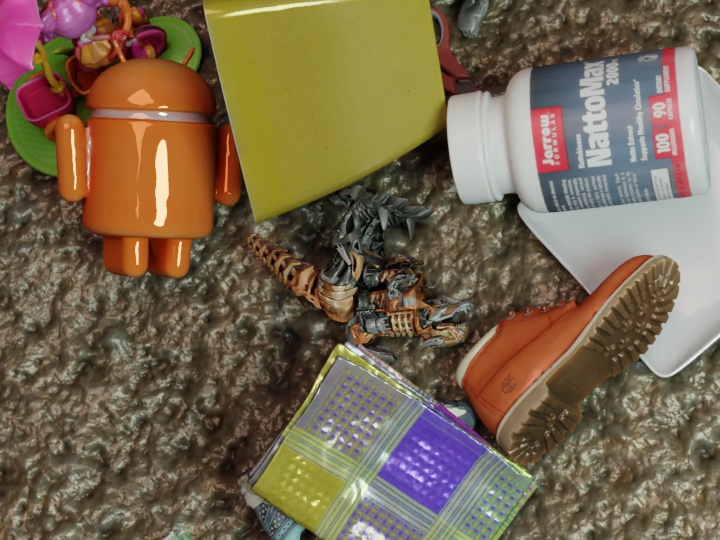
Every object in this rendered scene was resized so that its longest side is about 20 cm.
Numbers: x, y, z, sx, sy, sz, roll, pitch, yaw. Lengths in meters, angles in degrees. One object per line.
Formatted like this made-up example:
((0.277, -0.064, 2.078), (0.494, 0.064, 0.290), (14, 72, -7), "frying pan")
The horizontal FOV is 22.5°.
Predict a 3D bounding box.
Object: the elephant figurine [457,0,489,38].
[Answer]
((0.112, -0.323, 1.527), (0.155, 0.200, 0.142), (40, 67, -9), "elephant figurine")

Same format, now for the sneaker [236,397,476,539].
((0.006, 0.165, 1.468), (0.199, 0.078, 0.087), (-22, 90, 2), "sneaker")

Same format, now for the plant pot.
((-0.029, -0.189, 1.500), (0.176, 0.201, 0.200), (-12, 34, 0), "plant pot")

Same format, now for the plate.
((0.264, -0.039, 1.488), (0.199, 0.032, 0.200), (-38, 66, -2), "plate")

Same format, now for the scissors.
((0.088, -0.154, 1.585), (0.073, 0.014, 0.200), (-38, 68, -4), "scissors")

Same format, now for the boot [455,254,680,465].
((0.161, 0.048, 1.440), (0.200, 0.075, 0.107), (-45, 46, 3), "boot")

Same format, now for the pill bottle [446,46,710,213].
((0.175, -0.108, 1.454), (0.199, 0.120, 0.120), (-7, 69, 13), "pill bottle")

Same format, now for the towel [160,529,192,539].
((-0.146, 0.331, 1.463), (0.149, 0.031, 0.200), (-39, 69, 1), "towel")

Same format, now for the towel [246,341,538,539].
((0.024, 0.165, 1.422), (0.200, 0.023, 0.144), (37, 93, -8), "towel")

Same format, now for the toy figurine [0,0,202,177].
((-0.254, -0.196, 1.591), (0.199, 0.184, 0.151), (-29, 67, 2), "toy figurine")

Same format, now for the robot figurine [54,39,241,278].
((-0.180, -0.095, 1.558), (0.143, 0.117, 0.201), (3, 93, 10), "robot figurine")

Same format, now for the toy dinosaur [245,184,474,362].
((0.000, 0.000, 1.512), (0.199, 0.102, 0.136), (16, 92, -3), "toy dinosaur")
